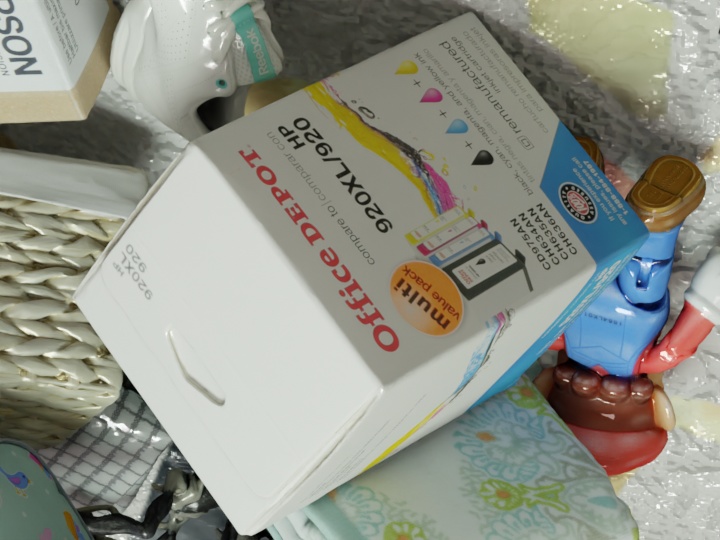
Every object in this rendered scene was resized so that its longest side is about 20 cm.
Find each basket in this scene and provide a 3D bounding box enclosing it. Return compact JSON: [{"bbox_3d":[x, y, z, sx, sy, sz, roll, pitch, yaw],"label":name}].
[{"bbox_3d":[-0.221,0.011,1.401,0.199,0.124,0.136,8,159,-24],"label":"basket"}]

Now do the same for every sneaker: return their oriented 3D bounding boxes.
[{"bbox_3d":[-0.067,-0.128,1.274,0.089,0.075,0.200,51,156,24],"label":"sneaker"}]

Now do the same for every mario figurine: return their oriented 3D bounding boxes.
[{"bbox_3d":[0.130,0.016,1.421,0.123,0.106,0.200,43,145,38],"label":"mario figurine"}]

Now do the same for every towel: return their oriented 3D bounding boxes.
[{"bbox_3d":[-0.208,0.088,1.576,0.165,0.086,0.200,26,136,-16],"label":"towel"},{"bbox_3d":[0.021,0.087,1.371,0.171,0.200,0.048,-16,143,-32],"label":"towel"}]

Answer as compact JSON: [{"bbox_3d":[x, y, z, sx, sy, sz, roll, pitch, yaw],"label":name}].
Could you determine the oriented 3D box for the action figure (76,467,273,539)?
[{"bbox_3d":[-0.076,0.146,1.499,0.199,0.102,0.119,-10,148,-3],"label":"action figure"}]

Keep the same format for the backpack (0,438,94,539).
[{"bbox_3d":[-0.209,0.167,1.357,0.153,0.200,0.176,-29,103,11],"label":"backpack"}]

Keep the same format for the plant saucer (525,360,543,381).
[{"bbox_3d":[0.007,0.081,1.536,0.200,0.039,0.201,9,138,8],"label":"plant saucer"}]

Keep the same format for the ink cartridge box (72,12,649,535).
[{"bbox_3d":[0.000,0.000,1.291,0.147,0.200,0.145,52,138,11],"label":"ink cartridge box"}]

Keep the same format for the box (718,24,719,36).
[{"bbox_3d":[0.301,-0.098,1.246,0.200,0.050,0.198,-25,126,36],"label":"box"}]

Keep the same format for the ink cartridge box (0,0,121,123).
[{"bbox_3d":[-0.223,-0.162,1.304,0.164,0.075,0.200,-1,136,18],"label":"ink cartridge box"}]
